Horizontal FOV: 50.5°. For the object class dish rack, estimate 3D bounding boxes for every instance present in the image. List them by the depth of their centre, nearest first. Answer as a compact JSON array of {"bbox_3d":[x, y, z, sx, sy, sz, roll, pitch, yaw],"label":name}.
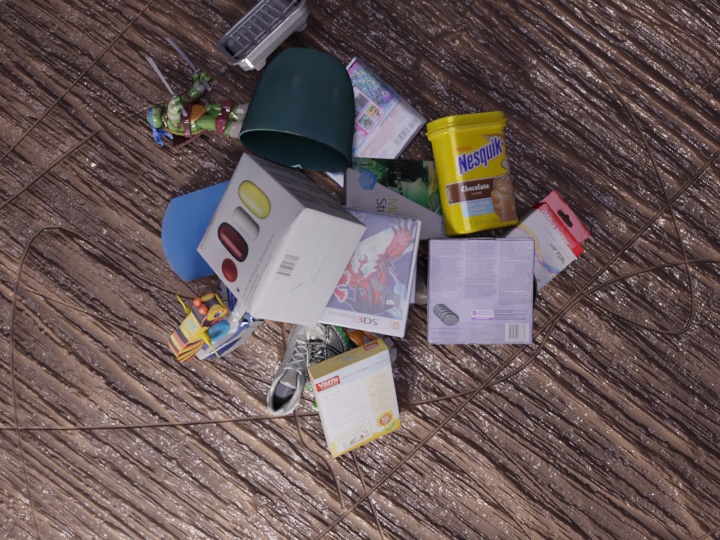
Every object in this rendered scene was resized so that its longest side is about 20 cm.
[{"bbox_3d":[-0.168,-0.423,1.345,0.171,0.200,0.044,-43,125,2],"label":"dish rack"}]

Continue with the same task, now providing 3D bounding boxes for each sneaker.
[{"bbox_3d":[-0.063,0.166,1.356,0.077,0.085,0.204,6,121,35],"label":"sneaker"},{"bbox_3d":[-0.116,0.176,1.393,0.074,0.092,0.204,20,91,0],"label":"sneaker"},{"bbox_3d":[-0.025,0.111,1.400,0.200,0.077,0.078,48,47,3],"label":"sneaker"},{"bbox_3d":[-0.235,0.066,1.405,0.199,0.080,0.116,-40,76,8],"label":"sneaker"}]

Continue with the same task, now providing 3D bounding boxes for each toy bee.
[{"bbox_3d":[-0.273,0.075,1.317,0.129,0.108,0.203,28,94,21],"label":"toy bee"}]

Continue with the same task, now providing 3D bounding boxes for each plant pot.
[{"bbox_3d":[-0.098,-0.282,1.315,0.196,0.201,0.165,11,82,0],"label":"plant pot"}]

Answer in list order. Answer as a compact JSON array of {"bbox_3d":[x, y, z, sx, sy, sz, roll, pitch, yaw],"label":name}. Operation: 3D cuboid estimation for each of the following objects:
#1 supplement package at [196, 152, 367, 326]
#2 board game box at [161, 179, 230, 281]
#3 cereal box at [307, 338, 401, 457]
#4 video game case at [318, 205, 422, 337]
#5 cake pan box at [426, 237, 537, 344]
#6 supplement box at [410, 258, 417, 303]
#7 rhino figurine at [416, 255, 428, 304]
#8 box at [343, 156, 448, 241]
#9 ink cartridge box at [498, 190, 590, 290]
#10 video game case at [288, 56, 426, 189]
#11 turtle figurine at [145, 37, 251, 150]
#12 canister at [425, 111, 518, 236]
[{"bbox_3d":[-0.132,-0.050,1.245,0.200,0.146,0.194,41,108,41],"label":"supplement package"},{"bbox_3d":[-0.274,-0.069,1.408,0.196,0.039,0.162,-15,80,20],"label":"board game box"},{"bbox_3d":[-0.007,0.228,1.354,0.141,0.040,0.203,-20,127,-13],"label":"cereal box"},{"bbox_3d":[0.003,-0.002,1.303,0.178,0.023,0.205,9,86,0],"label":"video game case"},{"bbox_3d":[0.214,0.034,1.346,0.195,0.052,0.189,-1,97,4],"label":"cake pan box"},{"bbox_3d":[0.000,0.000,1.345,0.195,0.061,0.111,4,88,-1],"label":"supplement box"},{"bbox_3d":[0.064,0.022,1.405,0.195,0.060,0.090,-4,93,2],"label":"rhino figurine"},{"bbox_3d":[0.065,-0.128,1.387,0.196,0.036,0.148,1,86,-15],"label":"box"},{"bbox_3d":[0.323,-0.043,1.398,0.199,0.067,0.117,-42,91,1],"label":"ink cartridge box"},{"bbox_3d":[-0.005,-0.260,1.417,0.181,0.024,0.201,40,92,0],"label":"video game case"},{"bbox_3d":[-0.285,-0.311,1.358,0.189,0.144,0.205,8,95,-4],"label":"turtle figurine"},{"bbox_3d":[0.204,-0.173,1.371,0.146,0.086,0.205,-10,92,-24],"label":"canister"}]
